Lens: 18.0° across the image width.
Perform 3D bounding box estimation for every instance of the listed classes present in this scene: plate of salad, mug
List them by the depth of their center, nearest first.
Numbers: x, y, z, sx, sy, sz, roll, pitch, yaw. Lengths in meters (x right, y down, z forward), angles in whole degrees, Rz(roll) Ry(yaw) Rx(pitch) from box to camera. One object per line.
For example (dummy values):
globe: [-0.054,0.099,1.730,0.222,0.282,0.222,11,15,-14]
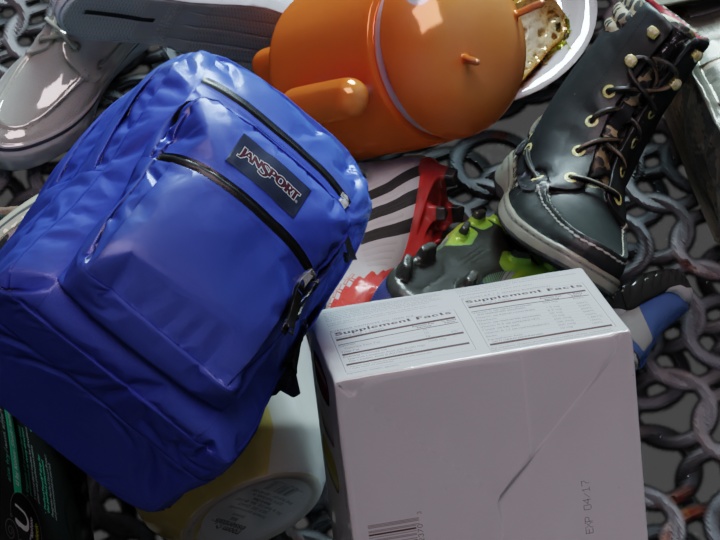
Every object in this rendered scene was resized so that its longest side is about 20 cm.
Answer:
mug: [-0.104,0.076,1.277,0.185,0.150,0.154,-13,60,-23]
plate of salad: [0.064,-0.191,1.554,0.198,0.048,0.201,-1,52,1]

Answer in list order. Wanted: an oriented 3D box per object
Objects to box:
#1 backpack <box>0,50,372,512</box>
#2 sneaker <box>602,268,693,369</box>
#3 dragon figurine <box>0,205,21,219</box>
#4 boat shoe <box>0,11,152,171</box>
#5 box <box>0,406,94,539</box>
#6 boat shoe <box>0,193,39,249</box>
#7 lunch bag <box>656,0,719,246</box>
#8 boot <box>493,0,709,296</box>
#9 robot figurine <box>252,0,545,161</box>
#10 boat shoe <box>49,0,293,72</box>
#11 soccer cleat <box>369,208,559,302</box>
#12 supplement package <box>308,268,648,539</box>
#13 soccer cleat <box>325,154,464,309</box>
backpack: [-0.081,-0.007,1.141,0.162,0.167,0.201,43,51,-14]
sneaker: [0.128,0.061,1.349,0.199,0.076,0.077,-31,95,-32]
dragon figurine: [-0.130,-0.029,1.415,0.198,0.100,0.059,-19,43,3]
boat shoe: [-0.189,-0.151,1.512,0.071,0.070,0.200,27,56,21]
box: [-0.245,0.125,1.186,0.148,0.200,0.125,-23,51,12]
boat shoe: [-0.214,0.039,1.334,0.062,0.075,0.201,33,81,28]
lunch bag: [0.277,-0.133,1.464,0.163,0.118,0.201,-12,44,-4]
boot: [0.149,-0.081,1.357,0.073,0.154,0.204,30,15,-14]
robot figurine: [0.023,-0.133,1.424,0.199,0.143,0.118,-8,72,46]
boat shoe: [-0.112,-0.183,1.490,0.199,0.074,0.067,11,50,-37]
soccer cleat: [0.060,0.018,1.354,0.065,0.084,0.200,36,27,19]
supplement package: [0.063,0.119,1.193,0.154,0.202,0.111,-9,18,-6]
soccer cleat: [0.000,0.000,1.393,0.084,0.069,0.201,5,44,21]
